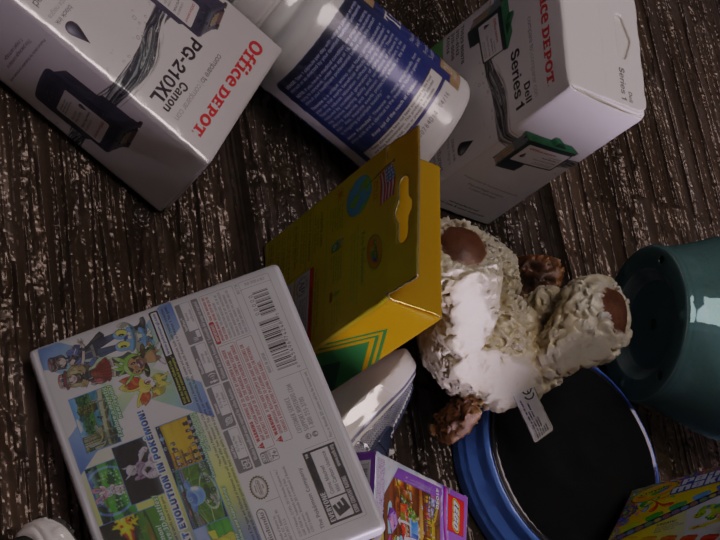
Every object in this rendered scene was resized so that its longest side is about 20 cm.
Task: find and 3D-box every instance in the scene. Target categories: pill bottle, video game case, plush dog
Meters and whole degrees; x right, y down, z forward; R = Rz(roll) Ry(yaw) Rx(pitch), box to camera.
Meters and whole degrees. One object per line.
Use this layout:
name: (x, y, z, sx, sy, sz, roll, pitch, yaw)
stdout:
pill bottle: (-0.018, -0.168, 1.347, 0.199, 0.111, 0.112, 39, 48, -15)
video game case: (-0.103, 0.113, 1.108, 0.180, 0.022, 0.202, -19, 69, -12)
plush dog: (0.089, 0.028, 1.315, 0.198, 0.161, 0.172, 20, 25, -23)

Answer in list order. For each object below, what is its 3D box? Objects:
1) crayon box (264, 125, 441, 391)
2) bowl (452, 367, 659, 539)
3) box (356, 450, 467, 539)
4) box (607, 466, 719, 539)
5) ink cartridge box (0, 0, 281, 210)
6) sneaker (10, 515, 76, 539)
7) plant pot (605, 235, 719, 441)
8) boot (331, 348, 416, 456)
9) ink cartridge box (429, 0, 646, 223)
crayon box: (0.000, 0.000, 1.205, 0.050, 0.200, 0.128, 20, 55, -28)
bowl: (0.164, 0.157, 1.360, 0.199, 0.039, 0.203, 19, 56, -30)
box: (0.024, 0.238, 1.147, 0.137, 0.039, 0.202, 33, 55, -52)
box: (0.274, 0.282, 1.263, 0.202, 0.121, 0.193, 64, 30, -10)
ink cartridge box: (-0.175, -0.167, 1.239, 0.200, 0.084, 0.145, 40, 48, -14)
sneaker: (-0.173, 0.253, 1.025, 0.079, 0.074, 0.201, -28, 79, -34)
plant pot: (0.319, 0.057, 1.442, 0.186, 0.200, 0.202, 8, 61, -24)
boot: (-0.006, 0.147, 1.221, 0.200, 0.072, 0.091, -46, 109, -40)
ink cartridge box: (0.136, -0.153, 1.397, 0.084, 0.200, 0.148, 17, 56, -31)
